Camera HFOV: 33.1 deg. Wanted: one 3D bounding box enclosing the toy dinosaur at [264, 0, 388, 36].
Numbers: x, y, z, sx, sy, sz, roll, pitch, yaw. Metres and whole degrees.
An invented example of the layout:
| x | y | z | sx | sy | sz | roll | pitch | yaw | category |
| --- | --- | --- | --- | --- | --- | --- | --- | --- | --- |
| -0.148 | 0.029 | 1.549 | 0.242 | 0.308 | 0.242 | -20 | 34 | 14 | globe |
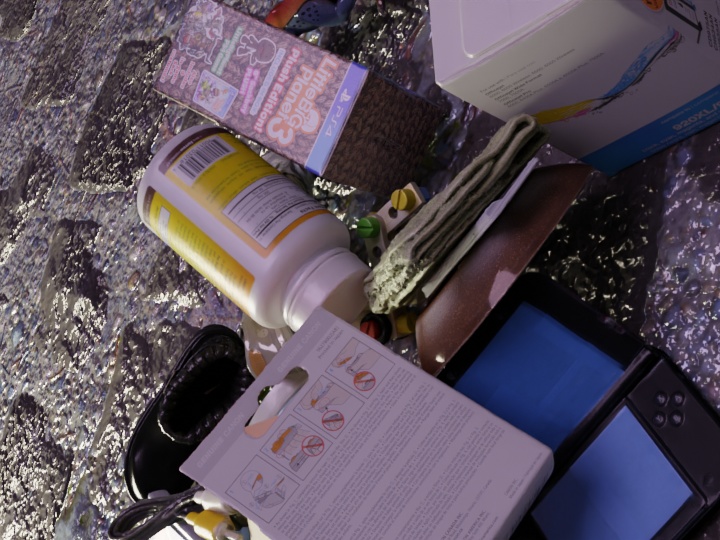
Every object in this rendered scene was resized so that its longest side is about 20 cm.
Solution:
| x | y | z | sx | sy | sz | roll | pitch | yaw | category |
| --- | --- | --- | --- | --- | --- | --- | --- | --- | --- |
| -0.061 | -0.269 | 1.214 | 0.181 | 0.200 | 0.105 | -10 | 47 | 13 | toy dinosaur |

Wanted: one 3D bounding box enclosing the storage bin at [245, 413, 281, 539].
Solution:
| x | y | z | sx | sy | sz | roll | pitch | yaw | category |
| --- | --- | --- | --- | --- | --- | --- | --- | --- | --- |
| -0.017 | 0.232 | 0.915 | 0.201 | 0.093 | 0.199 | 89 | 158 | -43 | storage bin |

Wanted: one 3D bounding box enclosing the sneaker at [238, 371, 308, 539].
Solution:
| x | y | z | sx | sy | sz | roll | pitch | yaw | category |
| --- | --- | --- | --- | --- | --- | --- | --- | --- | --- |
| -0.066 | 0.171 | 1.114 | 0.082 | 0.074 | 0.200 | 36 | 99 | 19 | sneaker |

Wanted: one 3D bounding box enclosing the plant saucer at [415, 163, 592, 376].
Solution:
| x | y | z | sx | sy | sz | roll | pitch | yaw | category |
| --- | --- | --- | --- | --- | --- | --- | --- | --- | --- |
| 0.098 | -0.008 | 0.903 | 0.037 | 0.200 | 0.201 | 38 | 110 | 3 | plant saucer |

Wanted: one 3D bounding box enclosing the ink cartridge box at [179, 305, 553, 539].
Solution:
| x | y | z | sx | sy | sz | roll | pitch | yaw | category |
| --- | --- | --- | --- | --- | --- | --- | --- | --- | --- |
| 0.006 | 0.137 | 0.814 | 0.200 | 0.050 | 0.161 | 30 | 62 | 22 | ink cartridge box |

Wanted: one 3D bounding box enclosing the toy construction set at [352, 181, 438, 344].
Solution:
| x | y | z | sx | sy | sz | roll | pitch | yaw | category |
| --- | --- | --- | --- | --- | --- | --- | --- | --- | --- |
| 0.000 | 0.000 | 1.070 | 0.200 | 0.092 | 0.132 | -8 | 92 | 55 | toy construction set |

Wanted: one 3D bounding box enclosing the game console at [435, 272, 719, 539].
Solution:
| x | y | z | sx | sy | sz | roll | pitch | yaw | category |
| --- | --- | --- | --- | --- | --- | --- | --- | --- | --- |
| 0.134 | 0.136 | 0.842 | 0.200 | 0.118 | 0.173 | -53 | 42 | 21 | game console |

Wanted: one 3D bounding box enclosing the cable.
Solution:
| x | y | z | sx | sy | sz | roll | pitch | yaw | category |
| --- | --- | --- | --- | --- | --- | --- | --- | --- | --- |
| -0.153 | 0.201 | 1.075 | 0.199 | 0.050 | 0.097 | -9 | 45 | 38 | cable |

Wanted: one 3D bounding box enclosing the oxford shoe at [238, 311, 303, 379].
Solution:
| x | y | z | sx | sy | sz | roll | pitch | yaw | category |
| --- | --- | --- | --- | --- | --- | --- | --- | --- | --- |
| -0.086 | 0.045 | 1.124 | 0.058 | 0.075 | 0.200 | -31 | 22 | 5 | oxford shoe |

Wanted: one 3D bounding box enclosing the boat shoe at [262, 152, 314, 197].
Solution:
| x | y | z | sx | sy | sz | roll | pitch | yaw | category |
| --- | --- | --- | --- | --- | --- | --- | --- | --- | --- |
| -0.076 | -0.058 | 1.156 | 0.064 | 0.075 | 0.202 | -10 | 26 | 23 | boat shoe |

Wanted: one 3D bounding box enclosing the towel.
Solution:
| x | y | z | sx | sy | sz | roll | pitch | yaw | category |
| --- | --- | --- | --- | --- | --- | --- | --- | --- | --- |
| 0.065 | -0.039 | 0.897 | 0.148 | 0.036 | 0.200 | -46 | -4 | -14 | towel |

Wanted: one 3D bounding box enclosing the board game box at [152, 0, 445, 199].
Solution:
| x | y | z | sx | sy | sz | roll | pitch | yaw | category |
| --- | --- | --- | --- | --- | --- | --- | --- | --- | --- |
| -0.053 | -0.154 | 1.091 | 0.200 | 0.159 | 0.097 | 29 | 98 | 27 | board game box |

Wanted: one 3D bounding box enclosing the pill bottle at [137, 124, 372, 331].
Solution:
| x | y | z | sx | sy | sz | roll | pitch | yaw | category |
| --- | --- | --- | --- | --- | --- | --- | --- | --- | --- |
| -0.085 | -0.028 | 1.008 | 0.200 | 0.109 | 0.109 | 39 | 107 | 23 | pill bottle |

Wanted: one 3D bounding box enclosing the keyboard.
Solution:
| x | y | z | sx | sy | sz | roll | pitch | yaw | category |
| --- | --- | --- | --- | --- | --- | --- | --- | --- | --- |
| 0.085 | -0.027 | 0.890 | 0.056 | 0.011 | 0.200 | -46 | -4 | -19 | keyboard |

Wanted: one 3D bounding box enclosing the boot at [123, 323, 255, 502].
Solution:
| x | y | z | sx | sy | sz | roll | pitch | yaw | category |
| --- | --- | --- | --- | --- | --- | --- | --- | --- | --- |
| -0.170 | 0.153 | 1.167 | 0.158 | 0.079 | 0.212 | -137 | 70 | -77 | boot |

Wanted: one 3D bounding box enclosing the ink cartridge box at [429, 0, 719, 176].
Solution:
| x | y | z | sx | sy | sz | roll | pitch | yaw | category |
| --- | --- | --- | --- | --- | --- | --- | --- | --- | --- |
| 0.165 | -0.188 | 0.869 | 0.144 | 0.200 | 0.148 | -27 | 56 | 40 | ink cartridge box |

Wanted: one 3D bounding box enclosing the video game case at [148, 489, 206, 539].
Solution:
| x | y | z | sx | sy | sz | roll | pitch | yaw | category |
| --- | --- | --- | --- | --- | --- | --- | --- | --- | --- |
| -0.149 | 0.322 | 1.107 | 0.200 | 0.023 | 0.183 | 23 | 115 | 56 | video game case |
